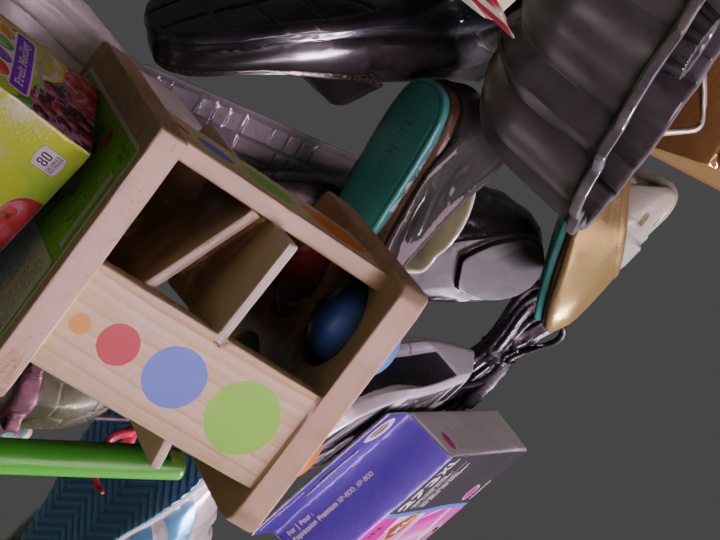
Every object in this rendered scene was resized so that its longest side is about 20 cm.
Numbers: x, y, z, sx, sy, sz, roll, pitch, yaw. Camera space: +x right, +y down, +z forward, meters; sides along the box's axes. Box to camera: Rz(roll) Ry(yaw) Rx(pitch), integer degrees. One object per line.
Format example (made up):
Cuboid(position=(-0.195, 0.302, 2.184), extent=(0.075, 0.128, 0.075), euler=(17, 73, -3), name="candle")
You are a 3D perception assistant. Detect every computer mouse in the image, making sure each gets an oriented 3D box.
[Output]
Cuboid(position=(0.020, 0.053, 1.200), extent=(0.110, 0.044, 0.200), euler=(-39, 166, 31), name="computer mouse")

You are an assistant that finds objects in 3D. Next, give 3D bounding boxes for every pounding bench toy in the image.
Cuboid(position=(-0.093, 0.040, 1.001), extent=(0.156, 0.124, 0.200), euler=(34, 98, -26), name="pounding bench toy")

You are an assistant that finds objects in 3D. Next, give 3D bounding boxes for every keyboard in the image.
Cuboid(position=(-0.044, -0.045, 1.167), extent=(0.200, 0.011, 0.056), euler=(22, 109, -40), name="keyboard")

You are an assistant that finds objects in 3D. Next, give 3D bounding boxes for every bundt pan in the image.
Cuboid(position=(0.122, -0.119, 1.061), extent=(0.202, 0.076, 0.202), euler=(-54, 171, -12), name="bundt pan")

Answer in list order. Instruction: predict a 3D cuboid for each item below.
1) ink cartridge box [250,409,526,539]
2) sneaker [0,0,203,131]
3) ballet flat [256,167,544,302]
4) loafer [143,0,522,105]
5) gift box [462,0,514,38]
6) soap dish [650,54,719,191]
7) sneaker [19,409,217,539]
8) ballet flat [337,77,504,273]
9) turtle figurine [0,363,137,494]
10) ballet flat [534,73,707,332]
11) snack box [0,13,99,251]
Cuboid(position=(0.019, 0.113, 1.229), extent=(0.095, 0.037, 0.200), euler=(-42, 164, 12), name="ink cartridge box")
Cuboid(position=(-0.123, -0.056, 1.061), extent=(0.088, 0.075, 0.200), euler=(-46, 119, -3), name="sneaker")
Cuboid(position=(0.001, -0.019, 1.183), extent=(0.200, 0.057, 0.067), euler=(8, 117, -29), name="ballet flat")
Cuboid(position=(-0.008, -0.107, 1.106), extent=(0.200, 0.073, 0.072), euler=(-8, 130, -25), name="loafer")
Cuboid(position=(0.035, -0.217, 0.976), extent=(0.187, 0.185, 0.200), euler=(-42, 127, -1), name="gift box")
Cuboid(position=(0.247, -0.119, 1.242), extent=(0.157, 0.081, 0.200), euler=(23, 107, -40), name="soap dish")
Cuboid(position=(-0.111, 0.130, 1.214), extent=(0.081, 0.077, 0.200), euler=(19, 116, -48), name="sneaker")
Cuboid(position=(0.000, 0.000, 1.119), extent=(0.200, 0.068, 0.068), euler=(-48, 133, 11), name="ballet flat")
Cuboid(position=(-0.161, 0.027, 1.092), extent=(0.200, 0.101, 0.150), euler=(12, 110, -28), name="turtle figurine")
Cuboid(position=(0.136, -0.062, 1.178), extent=(0.063, 0.069, 0.200), euler=(13, 91, 4), name="ballet flat")
Cuboid(position=(-0.233, -0.062, 0.940), extent=(0.200, 0.068, 0.169), euler=(37, 111, -21), name="snack box")
